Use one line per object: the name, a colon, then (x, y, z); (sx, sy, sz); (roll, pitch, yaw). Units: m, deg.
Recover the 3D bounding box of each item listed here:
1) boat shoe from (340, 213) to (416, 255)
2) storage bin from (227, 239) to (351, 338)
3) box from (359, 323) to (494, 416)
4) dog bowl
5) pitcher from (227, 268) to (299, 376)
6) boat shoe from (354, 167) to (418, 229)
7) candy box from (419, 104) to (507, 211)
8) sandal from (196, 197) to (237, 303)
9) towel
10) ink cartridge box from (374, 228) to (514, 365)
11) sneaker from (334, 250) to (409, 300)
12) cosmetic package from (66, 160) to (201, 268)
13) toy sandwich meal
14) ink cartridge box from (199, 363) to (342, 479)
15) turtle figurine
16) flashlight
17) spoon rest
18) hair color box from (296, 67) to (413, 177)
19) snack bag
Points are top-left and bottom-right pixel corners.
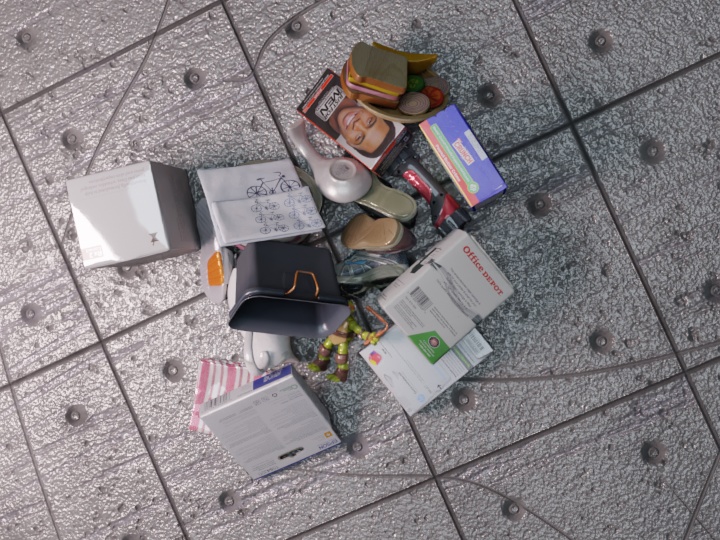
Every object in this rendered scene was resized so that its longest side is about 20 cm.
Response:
boat shoe: (0.031, -0.059, 1.652); (0.065, 0.200, 0.072); (30, 78, -27)
storage bin: (-0.126, 0.022, 1.595); (0.200, 0.146, 0.135); (7, 56, -25)
box: (0.124, 0.150, 1.704); (0.200, 0.041, 0.156); (-40, 85, 5)
dog bowl: (-0.170, -0.111, 1.675); (0.200, 0.200, 0.074); (17, 137, 7)
pitcher: (-0.184, 0.088, 1.677); (0.121, 0.172, 0.201); (-11, 91, 13)
boat shoe: (0.028, -0.136, 1.696); (0.199, 0.066, 0.075); (28, 73, 27)
candy box: (0.184, -0.193, 1.608); (0.077, 0.200, 0.169); (-31, 87, 7)
sandal: (-0.264, -0.038, 1.731); (0.079, 0.059, 0.207); (15, 113, 47)
towel: (-0.225, 0.255, 1.757); (0.199, 0.030, 0.147); (9, 93, 7)
ink cartridge box: (0.149, 0.043, 1.620); (0.200, 0.083, 0.147); (-40, 104, -2)
sneaker: (0.000, 0.000, 1.711); (0.199, 0.078, 0.087); (-7, 61, 16)
cosmetic package: (-0.412, -0.099, 1.689); (0.164, 0.200, 0.165); (-13, 90, 7)
toy sandwich meal: (0.065, -0.345, 1.639); (0.205, 0.205, 0.070); (22, 138, 7)
ink cartridge box: (-0.165, 0.284, 1.699); (0.196, 0.043, 0.200); (-25, 126, 10)
turtle figurine: (-0.048, 0.116, 1.708); (0.200, 0.064, 0.162); (22, 103, 19)
flashlight: (0.116, -0.146, 1.689); (0.200, 0.068, 0.068); (46, 137, 7)
spoon rest: (-0.060, -0.198, 1.692); (0.099, 0.061, 0.200); (-34, 65, -18)
hair color box: (-0.011, -0.272, 1.677); (0.200, 0.061, 0.102); (40, 96, 21)
snack bag: (-0.179, -0.129, 1.626); (0.188, 0.021, 0.200); (-10, 50, -17)
